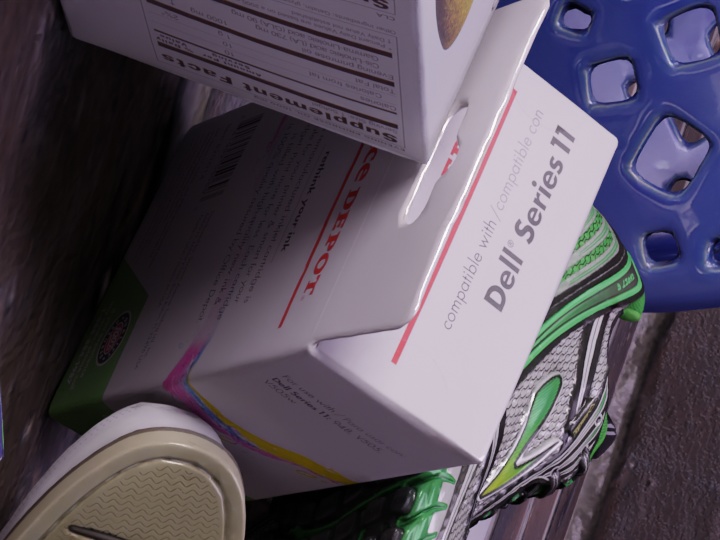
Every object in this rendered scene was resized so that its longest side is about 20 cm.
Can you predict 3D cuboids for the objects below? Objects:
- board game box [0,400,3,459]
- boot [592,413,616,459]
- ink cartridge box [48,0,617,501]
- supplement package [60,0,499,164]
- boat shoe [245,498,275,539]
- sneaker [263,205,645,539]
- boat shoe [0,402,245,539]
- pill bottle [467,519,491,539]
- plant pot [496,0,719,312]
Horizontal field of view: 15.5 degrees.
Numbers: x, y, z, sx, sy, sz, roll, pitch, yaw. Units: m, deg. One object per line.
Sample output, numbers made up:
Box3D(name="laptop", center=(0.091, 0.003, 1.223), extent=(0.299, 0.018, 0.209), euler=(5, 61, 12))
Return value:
Box3D(name="board game box", center=(-0.140, 0.074, 0.581), extent=(0.136, 0.034, 0.200), euler=(97, 16, -52))
Box3D(name="boot", center=(0.020, 0.014, 1.163), extent=(0.070, 0.132, 0.200), euler=(-40, 137, 23))
Box3D(name="ink cartridge box", center=(0.000, 0.000, 0.785), extent=(0.200, 0.067, 0.117), euler=(-15, -135, 56))
Box3D(name="supplement package", center=(-0.014, -0.129, 0.644), extent=(0.200, 0.109, 0.114), euler=(82, 30, -68))
Box3D(name="boat shoe", center=(-0.034, 0.111, 0.952), extent=(0.072, 0.066, 0.201), euler=(-11, 148, -26))
Box3D(name="sneaker", center=(0.038, 0.055, 0.833), extent=(0.078, 0.085, 0.200), euler=(-16, -141, 54))
Box3D(name="boat shoe", center=(-0.091, 0.112, 0.815), extent=(0.068, 0.075, 0.200), euler=(-95, -152, -55))
Box3D(name="pill bottle", center=(-0.017, 0.179, 1.166), extent=(0.120, 0.119, 0.200), euler=(72, 39, -73))
Box3D(name="plant pot", center=(0.101, -0.078, 1.008), extent=(0.200, 0.179, 0.200), euler=(-27, 97, -76))
